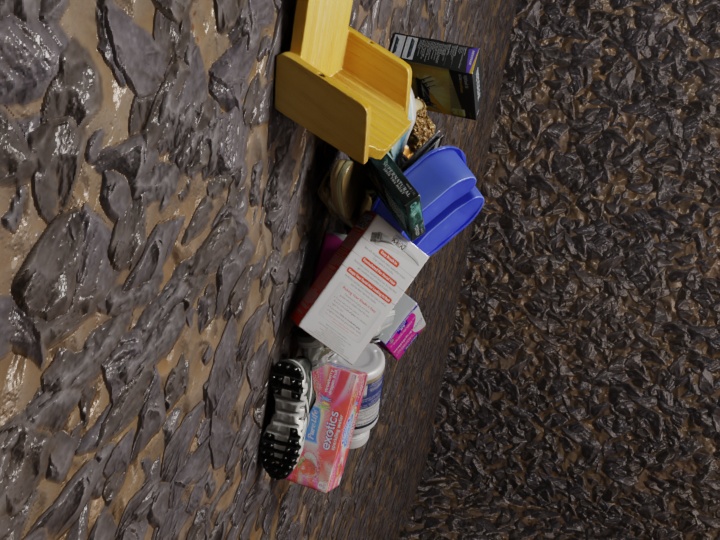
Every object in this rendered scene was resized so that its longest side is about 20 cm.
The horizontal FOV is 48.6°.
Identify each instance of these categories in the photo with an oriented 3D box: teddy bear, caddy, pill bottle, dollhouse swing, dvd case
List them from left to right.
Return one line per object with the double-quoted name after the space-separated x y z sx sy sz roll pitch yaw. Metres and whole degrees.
-0.016 0.238 1.514 0.111 0.110 0.202 -58 158 -53 "pill bottle"
0.004 -0.274 0.978 0.177 0.181 0.200 -60 176 32 "dollhouse swing"
0.063 -0.145 1.376 0.200 0.016 0.149 -45 172 -10 "dvd case"
0.097 -0.263 1.482 0.066 0.146 0.200 -35 158 -1 "teddy bear"
0.106 -0.114 1.310 0.199 0.105 0.142 -39 149 0 "caddy"

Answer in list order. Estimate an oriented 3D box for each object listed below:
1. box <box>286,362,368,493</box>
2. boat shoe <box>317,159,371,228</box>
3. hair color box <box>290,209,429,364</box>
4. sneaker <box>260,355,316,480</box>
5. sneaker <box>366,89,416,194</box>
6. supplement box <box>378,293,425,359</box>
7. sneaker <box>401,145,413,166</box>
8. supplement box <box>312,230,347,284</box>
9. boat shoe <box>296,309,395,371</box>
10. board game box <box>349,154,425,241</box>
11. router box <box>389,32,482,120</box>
-0.066 0.257 1.347 0.095 0.101 0.203 27 78 -76 "box"
-0.030 -0.114 1.189 0.200 0.066 0.075 75 40 -72 "boat shoe"
-0.002 0.024 1.198 0.201 0.111 0.064 -53 -159 -2 "hair color box"
-0.103 0.221 1.223 0.090 0.066 0.203 -33 133 -68 "sneaker"
0.038 -0.220 1.338 0.131 0.079 0.202 -53 153 -62 "sneaker"
0.056 0.097 1.608 0.102 0.103 0.200 -51 165 -5 "supplement box"
0.058 -0.162 1.519 0.078 0.078 0.201 -55 156 -23 "sneaker"
0.000 0.000 1.354 0.200 0.102 0.103 15 90 -78 "supplement box"
-0.020 0.104 1.303 0.201 0.074 0.066 -20 109 -45 "boat shoe"
0.024 -0.147 1.152 0.028 0.201 0.135 -34 160 -4 "board game box"
0.141 -0.352 1.463 0.200 0.155 0.053 51 54 -73 "router box"
